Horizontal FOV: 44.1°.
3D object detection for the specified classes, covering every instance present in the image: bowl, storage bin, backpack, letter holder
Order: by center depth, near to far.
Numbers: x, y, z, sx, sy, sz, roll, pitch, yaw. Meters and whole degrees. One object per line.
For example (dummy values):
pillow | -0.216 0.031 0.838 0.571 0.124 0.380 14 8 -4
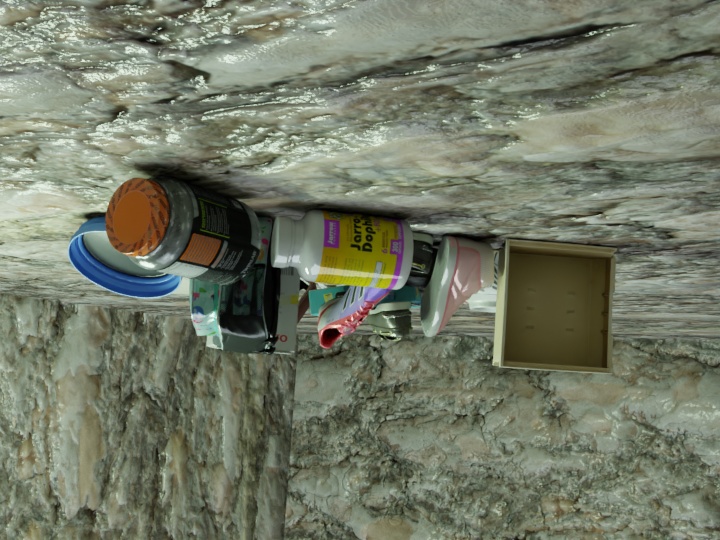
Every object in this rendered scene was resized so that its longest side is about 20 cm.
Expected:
backpack | -0.189 0.016 1.377 0.148 0.203 0.178 8 163 -4
storage bin | 0.320 0.063 1.453 0.195 0.204 0.094 4 174 -2
bowl | -0.399 -0.022 1.525 0.197 0.040 0.202 7 146 4
bowl | 0.245 0.025 1.620 0.197 0.096 0.201 3 172 0
letter holder | -0.168 0.066 1.839 0.100 0.143 0.200 33 173 4

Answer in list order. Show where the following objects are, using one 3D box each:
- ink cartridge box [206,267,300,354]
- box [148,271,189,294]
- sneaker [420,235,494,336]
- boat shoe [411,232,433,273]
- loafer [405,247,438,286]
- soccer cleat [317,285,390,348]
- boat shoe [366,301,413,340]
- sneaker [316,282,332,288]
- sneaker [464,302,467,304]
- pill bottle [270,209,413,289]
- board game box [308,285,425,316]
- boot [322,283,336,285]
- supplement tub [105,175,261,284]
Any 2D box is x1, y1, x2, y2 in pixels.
ink cartridge box | -0.182 0.037 1.516 0.143 0.204 0.083 6 172 -18
box | -0.293 -0.003 1.655 0.196 0.069 0.083 1 141 -9
sneaker | 0.167 0.032 1.479 0.103 0.076 0.202 1 129 -16
boat shoe | 0.019 -0.032 1.431 0.197 0.062 0.072 4 169 -2
loafer | 0.071 -0.016 1.504 0.196 0.074 0.072 3 168 -2
soccer cleat | -0.010 0.067 1.498 0.067 0.074 0.199 23 143 -25
boat shoe | 0.050 0.094 1.573 0.071 0.061 0.202 -5 173 -9
sneaker | -0.022 0.010 1.807 0.080 0.075 0.199 -35 146 28
sneaker | 0.253 0.024 1.762 0.086 0.075 0.199 -14 170 36
pill bottle | -0.028 -0.032 1.298 0.196 0.106 0.104 5 172 -14
board game box | 0.022 0.050 1.641 0.197 0.048 0.151 -9 172 16
boot | 0.000 -0.001 1.640 0.198 0.072 0.144 -4 170 22
supplement tub | -0.233 -0.053 1.182 0.121 0.125 0.199 -1 170 31
